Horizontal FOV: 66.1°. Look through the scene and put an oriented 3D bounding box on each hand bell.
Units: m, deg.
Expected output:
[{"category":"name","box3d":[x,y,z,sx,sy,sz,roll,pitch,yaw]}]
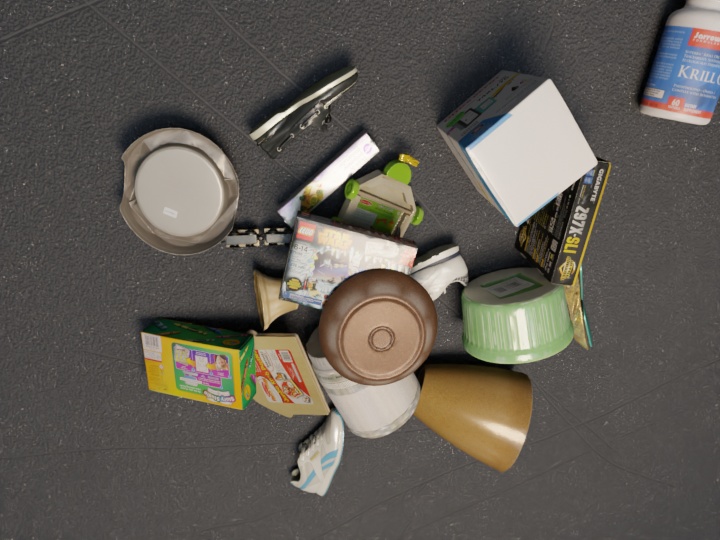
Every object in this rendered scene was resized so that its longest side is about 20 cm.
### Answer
[{"category":"hand bell","box3d":[-0.087,0.034,0.989,0.194,0.104,0.107,-11,115,-17]}]

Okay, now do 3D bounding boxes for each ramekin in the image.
[{"category":"ramekin","box3d":[0.270,0.071,0.975,0.194,0.201,0.101,-13,107,-1]}]

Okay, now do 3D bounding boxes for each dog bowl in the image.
[{"category":"dog bowl","box3d":[-0.289,-0.131,0.897,0.193,0.059,0.206,-2,113,-5]}]

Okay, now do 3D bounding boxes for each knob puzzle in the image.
[{"category":"knob puzzle","box3d":[-0.163,0.188,1.025,0.214,0.031,0.225,14,127,18]}]

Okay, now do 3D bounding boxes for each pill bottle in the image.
[{"category":"pill bottle","box3d":[0.528,-0.344,0.874,0.109,0.113,0.206,5,112,-8]}]

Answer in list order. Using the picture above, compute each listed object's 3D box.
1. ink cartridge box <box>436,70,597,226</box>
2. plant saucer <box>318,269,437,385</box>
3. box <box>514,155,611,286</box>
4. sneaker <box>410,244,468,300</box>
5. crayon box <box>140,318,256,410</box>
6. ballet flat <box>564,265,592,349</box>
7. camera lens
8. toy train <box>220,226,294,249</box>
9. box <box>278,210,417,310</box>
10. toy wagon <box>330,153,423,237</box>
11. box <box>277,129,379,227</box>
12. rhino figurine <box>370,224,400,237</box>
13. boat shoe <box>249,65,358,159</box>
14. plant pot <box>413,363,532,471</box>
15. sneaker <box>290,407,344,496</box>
[{"category":"ink cartridge box","box3d":[0.229,-0.196,0.853,0.146,0.201,0.147,-37,111,10]},{"category":"plant saucer","box3d":[0.031,0.101,0.874,0.194,0.037,0.207,-2,110,-6]},{"category":"box","box3d":[0.331,-0.100,0.927,0.048,0.160,0.206,6,112,-8]},{"category":"sneaker","box3d":[0.098,0.026,0.991,0.195,0.077,0.082,-22,102,4]},{"category":"crayon box","box3d":[-0.286,0.165,0.986,0.194,0.058,0.122,8,113,13]},{"category":"ballet flat","box3d":[0.401,0.062,1.060,0.069,0.071,0.205,-17,114,1]},{"category":"camera lens","box3d":[0.009,0.186,1.007,0.157,0.161,0.203,-27,113,5]},{"category":"toy train","box3d":[-0.141,-0.060,0.952,0.193,0.046,0.035,-3,109,-8]},{"category":"box","box3d":[-0.021,-0.001,0.875,0.194,0.040,0.141,13,109,-9]},{"category":"toy wagon","box3d":[0.036,-0.106,0.939,0.152,0.040,0.204,16,110,-32]},{"category":"box","box3d":[-0.055,-0.153,0.925,0.199,0.042,0.039,-40,111,9]},{"category":"rhino figurine","box3d":[0.000,0.000,0.932,0.087,0.060,0.201,32,107,-35]},{"category":"boat shoe","box3d":[-0.079,-0.242,0.867,0.196,0.075,0.067,-32,115,8]},{"category":"plant pot","box3d":[0.201,0.261,1.066,0.194,0.187,0.191,17,111,0]},{"category":"sneaker","box3d":[-0.084,0.366,1.120,0.079,0.077,0.205,16,108,-10]}]
